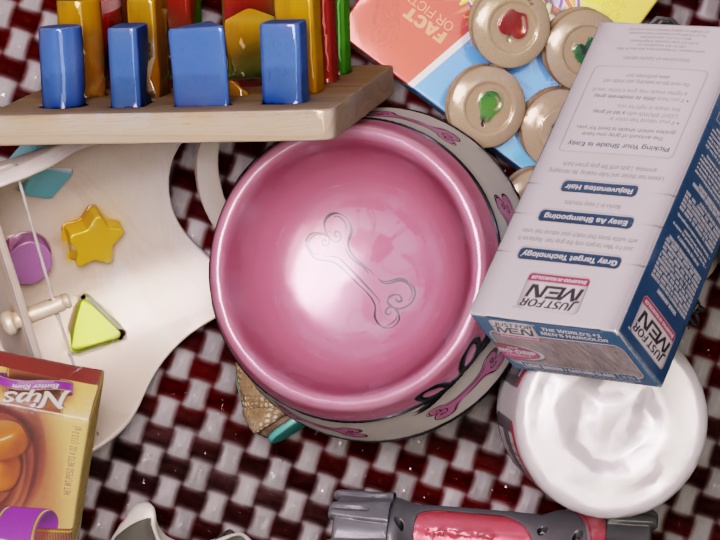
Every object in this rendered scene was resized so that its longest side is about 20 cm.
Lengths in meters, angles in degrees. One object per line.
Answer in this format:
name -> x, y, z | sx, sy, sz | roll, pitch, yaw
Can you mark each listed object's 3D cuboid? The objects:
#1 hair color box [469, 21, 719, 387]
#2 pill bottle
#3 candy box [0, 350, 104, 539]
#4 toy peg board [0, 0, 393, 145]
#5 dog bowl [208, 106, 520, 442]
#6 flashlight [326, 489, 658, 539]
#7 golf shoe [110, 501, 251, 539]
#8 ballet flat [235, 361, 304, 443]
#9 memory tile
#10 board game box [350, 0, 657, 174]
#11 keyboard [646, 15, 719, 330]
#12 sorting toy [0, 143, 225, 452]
hair color box -> 0.148, -0.039, 1.566 | 0.100, 0.061, 0.201 | 6, 60, 38
pill bottle -> 0.137, 0.083, 1.671 | 0.110, 0.200, 0.112 | 0, 90, -2
candy box -> -0.223, 0.140, 1.685 | 0.116, 0.057, 0.201 | 12, 123, -1
toy peg board -> -0.096, -0.135, 1.641 | 0.199, 0.199, 0.099 | -1, 100, 11
dog bowl -> 0.000, 0.000, 1.665 | 0.199, 0.074, 0.202 | -1, 86, 14
flashlight -> 0.079, 0.168, 1.715 | 0.198, 0.068, 0.068 | 4, 58, 6
golf shoe -> -0.064, 0.206, 1.730 | 0.199, 0.077, 0.089 | 16, 82, -2
ballet flat -> 0.010, 0.030, 1.736 | 0.199, 0.071, 0.066 | -30, 81, -4
memory tile -> 0.143, -0.080, 1.728 | 0.199, 0.017, 0.154 | 15, 96, -19
board game box -> 0.102, -0.182, 1.750 | 0.153, 0.040, 0.201 | 35, 89, -1
keyboard -> 0.201, -0.044, 1.733 | 0.127, 0.021, 0.200 | -44, 108, -11
sorting toy -> -0.151, -0.014, 1.712 | 0.179, 0.107, 0.201 | -23, 123, -16
